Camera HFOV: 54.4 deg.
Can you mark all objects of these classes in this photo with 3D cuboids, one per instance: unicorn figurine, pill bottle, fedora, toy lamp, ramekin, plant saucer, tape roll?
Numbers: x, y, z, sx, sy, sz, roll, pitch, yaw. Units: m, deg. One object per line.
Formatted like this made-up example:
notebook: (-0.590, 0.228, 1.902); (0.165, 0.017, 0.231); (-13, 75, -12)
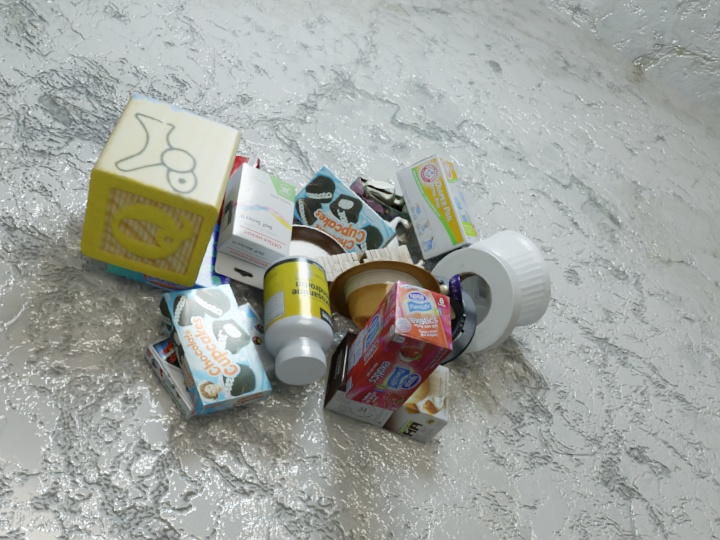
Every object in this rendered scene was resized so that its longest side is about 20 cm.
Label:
unicorn figurine: (0.054, -0.059, 1.448); (0.136, 0.074, 0.201); (-1, 51, -37)
pill bottle: (-0.103, 0.081, 1.153); (0.111, 0.112, 0.201); (11, 45, -22)
fedora: (0.043, 0.065, 1.203); (0.199, 0.201, 0.082); (15, 47, -19)
toy lamp: (0.087, 0.046, 1.292); (0.198, 0.058, 0.059); (-9, 48, 9)
ramekin: (0.280, 0.026, 1.423); (0.097, 0.201, 0.201); (-15, 61, -31)
plant saucer: (-0.105, 0.007, 1.307); (0.198, 0.032, 0.202); (11, 57, -17)
tape roll: (0.212, 0.057, 1.347); (0.037, 0.203, 0.204); (10, 44, -50)

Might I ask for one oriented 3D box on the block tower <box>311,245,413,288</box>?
block tower: (0.000, 0.000, 1.305); (0.198, 0.054, 0.058); (-7, 62, -27)

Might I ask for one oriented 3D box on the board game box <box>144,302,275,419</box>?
board game box: (-0.228, 0.139, 1.130); (0.199, 0.035, 0.126); (-24, 67, -42)

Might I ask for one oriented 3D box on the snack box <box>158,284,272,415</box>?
snack box: (-0.228, 0.118, 1.094); (0.115, 0.037, 0.201); (-8, 58, -36)

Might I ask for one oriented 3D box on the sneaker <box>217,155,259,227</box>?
sneaker: (-0.271, -0.151, 1.355); (0.114, 0.079, 0.201); (12, 45, 2)

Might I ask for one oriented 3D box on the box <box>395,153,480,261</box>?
box: (0.166, -0.131, 1.489); (0.112, 0.101, 0.202); (3, 68, -65)

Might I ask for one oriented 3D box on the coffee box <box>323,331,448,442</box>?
coffee box: (0.047, 0.202, 1.205); (0.199, 0.080, 0.115); (21, 44, -14)

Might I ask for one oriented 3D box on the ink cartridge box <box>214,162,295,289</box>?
ink cartridge box: (-0.185, -0.077, 1.246); (0.116, 0.067, 0.201); (22, 53, -29)

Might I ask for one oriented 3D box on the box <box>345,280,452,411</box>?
box: (0.056, 0.121, 1.077); (0.095, 0.200, 0.100); (17, 47, -14)

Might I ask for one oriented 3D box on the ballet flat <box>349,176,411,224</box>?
ballet flat: (0.070, -0.154, 1.544); (0.199, 0.071, 0.069); (20, 42, -15)

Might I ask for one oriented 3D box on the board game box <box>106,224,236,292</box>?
board game box: (-0.318, -0.033, 1.222); (0.198, 0.045, 0.153); (19, 45, -14)

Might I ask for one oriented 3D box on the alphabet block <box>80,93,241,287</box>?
alphabet block: (-0.319, -0.128, 1.132); (0.194, 0.197, 0.201); (17, 45, -11)

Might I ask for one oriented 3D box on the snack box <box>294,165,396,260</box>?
snack box: (-0.038, -0.098, 1.396); (0.200, 0.116, 0.037); (43, 0, 10)

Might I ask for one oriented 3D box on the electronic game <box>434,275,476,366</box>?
electronic game: (0.118, 0.093, 1.312); (0.198, 0.042, 0.201); (-7, 55, 9)
